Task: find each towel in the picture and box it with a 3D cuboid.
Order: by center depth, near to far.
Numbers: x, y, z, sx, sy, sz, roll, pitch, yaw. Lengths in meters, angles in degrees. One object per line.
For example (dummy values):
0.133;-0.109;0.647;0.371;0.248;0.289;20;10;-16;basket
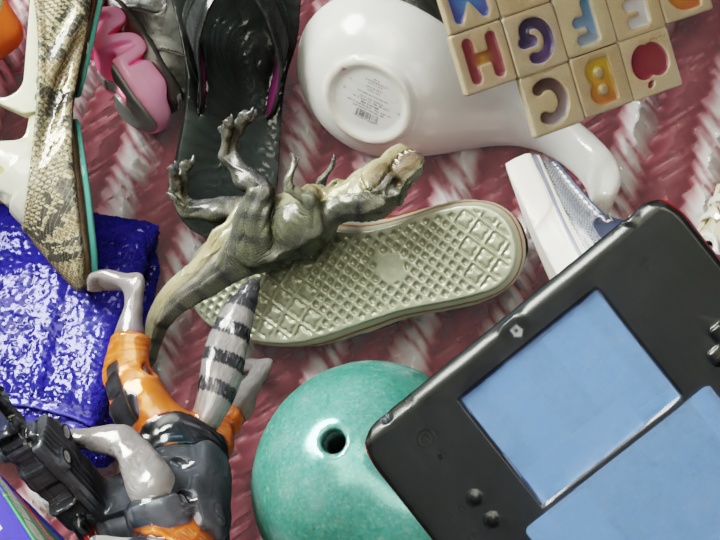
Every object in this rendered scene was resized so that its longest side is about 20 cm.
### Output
-0.219;0.028;1.676;0.199;0.050;0.149;6;72;11;towel

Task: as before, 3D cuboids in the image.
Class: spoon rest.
0.055;-0.084;1.662;0.199;0.100;0.061;29;38;9;spoon rest

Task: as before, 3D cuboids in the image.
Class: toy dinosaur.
-0.063;-0.031;1.621;0.199;0.047;0.088;-32;83;24;toy dinosaur

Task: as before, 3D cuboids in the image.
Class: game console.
0.127;0.091;1.478;0.200;0.031;0.177;-39;93;12;game console

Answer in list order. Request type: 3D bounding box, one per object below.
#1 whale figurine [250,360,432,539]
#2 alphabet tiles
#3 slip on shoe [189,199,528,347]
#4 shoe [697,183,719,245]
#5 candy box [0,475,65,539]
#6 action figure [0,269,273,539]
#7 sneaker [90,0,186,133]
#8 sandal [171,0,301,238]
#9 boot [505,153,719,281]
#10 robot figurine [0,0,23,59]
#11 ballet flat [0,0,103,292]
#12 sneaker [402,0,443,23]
0.031;0.122;1.560;0.199;0.104;0.160;27;77;31;whale figurine
0.106;-0.181;1.623;0.166;0.006;0.201;-20;98;-27;alphabet tiles
0.000;0.000;1.650;0.199;0.061;0.075;-9;88;19;slip on shoe
0.202;0.003;1.607;0.053;0.070;0.201;2;73;1;shoe
-0.155;0.200;1.524;0.077;0.200;0.169;-34;70;-6;candy box
-0.111;0.086;1.551;0.104;0.200;0.194;-19;47;26;action figure
-0.135;-0.178;1.729;0.095;0.079;0.201;-30;76;-9;sneaker
-0.067;-0.117;1.662;0.075;0.048;0.202;-2;96;-12;sandal
0.151;0.004;1.561;0.090;0.073;0.201;-26;56;-1;boot
-0.283;-0.103;1.679;0.144;0.117;0.200;32;57;33;robot figurine
-0.177;-0.089;1.645;0.075;0.068;0.201;3;84;-10;ballet flat
0.082;-0.178;1.680;0.199;0.091;0.067;-32;68;-3;sneaker
